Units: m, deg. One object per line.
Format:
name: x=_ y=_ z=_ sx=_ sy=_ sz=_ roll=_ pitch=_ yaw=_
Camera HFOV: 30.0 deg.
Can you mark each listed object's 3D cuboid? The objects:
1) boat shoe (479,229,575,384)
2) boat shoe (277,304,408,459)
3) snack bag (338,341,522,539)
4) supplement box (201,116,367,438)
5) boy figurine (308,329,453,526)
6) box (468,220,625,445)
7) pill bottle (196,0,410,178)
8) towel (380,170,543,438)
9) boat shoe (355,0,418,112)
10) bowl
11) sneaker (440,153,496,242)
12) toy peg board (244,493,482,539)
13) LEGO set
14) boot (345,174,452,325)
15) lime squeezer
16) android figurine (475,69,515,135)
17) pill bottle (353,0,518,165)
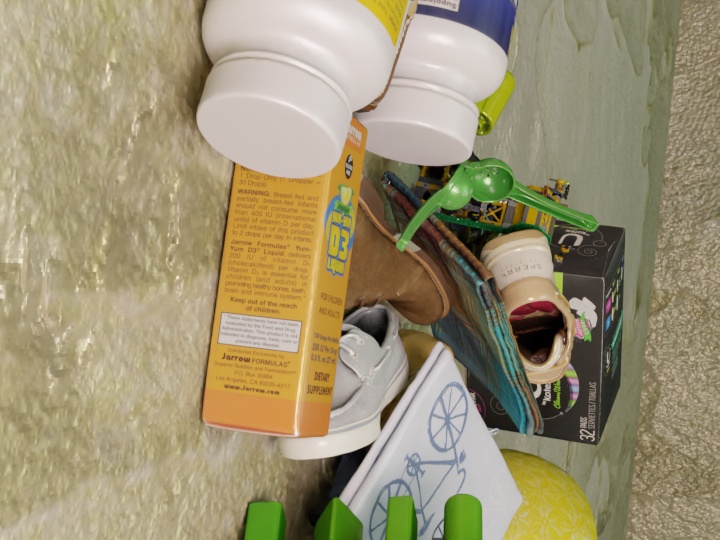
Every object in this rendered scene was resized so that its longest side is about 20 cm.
boat shoe: x=0.134 y=0.049 z=1.062 sx=0.200 sy=0.073 sz=0.070 roll=63 pitch=14 yaw=-55
boat shoe: x=-0.014 y=0.072 z=0.952 sx=0.201 sy=0.069 sz=0.072 roll=-44 pitch=127 yaw=-69
snack bag: x=0.053 y=0.186 z=1.014 sx=0.189 sy=0.021 sz=0.201 roll=-57 pitch=136 yaw=-29
supplement box: x=-0.045 y=-0.001 z=0.824 sx=0.066 sy=0.068 sz=0.202 roll=20 pitch=75 yaw=-73
boy figurine: x=0.021 y=0.135 z=1.067 sx=0.125 sy=0.064 sz=0.201 roll=73 pitch=32 yaw=-43
box: x=0.198 y=0.060 z=1.430 sx=0.124 sy=0.147 sz=0.202 roll=-52 pitch=143 yaw=-55
pill bottle: x=-0.026 y=-0.158 z=0.759 sx=0.111 sy=0.110 sz=0.202 roll=63 pitch=37 yaw=-58
towel: x=0.077 y=0.029 z=1.037 sx=0.022 sy=0.147 sz=0.201 roll=-34 pitch=138 yaw=-9
boat shoe: x=0.010 y=-0.206 z=0.876 sx=0.075 sy=0.074 sz=0.202 roll=17 pitch=71 yaw=-35
bowl: x=0.092 y=0.235 z=1.157 sx=0.108 sy=0.199 sz=0.202 roll=36 pitch=59 yaw=-41
sneaker: x=0.114 y=-0.067 z=1.253 sx=0.200 sy=0.079 sz=0.076 roll=64 pitch=38 yaw=-55
toy peg board: x=0.010 y=0.238 z=0.885 sx=0.098 sy=0.198 sz=0.200 roll=-83 pitch=168 yaw=-53
LEGO set: x=0.104 y=-0.042 z=1.126 sx=0.201 sy=0.152 sz=0.117 roll=77 pitch=27 yaw=-52
boot: x=0.000 y=0.000 z=0.951 sx=0.200 sy=0.073 sz=0.076 roll=45 pitch=65 yaw=-49
lime squeezer: x=0.085 y=-0.048 z=0.979 sx=0.199 sy=0.038 sz=0.071 roll=-6 pitch=68 yaw=-40
android figurine: x=0.090 y=-0.210 z=1.156 sx=0.201 sy=0.041 sz=0.183 roll=-60 pitch=141 yaw=-38
pill bottle: x=0.053 y=-0.185 z=0.973 sx=0.120 sy=0.119 sz=0.202 roll=43 pitch=56 yaw=-67
